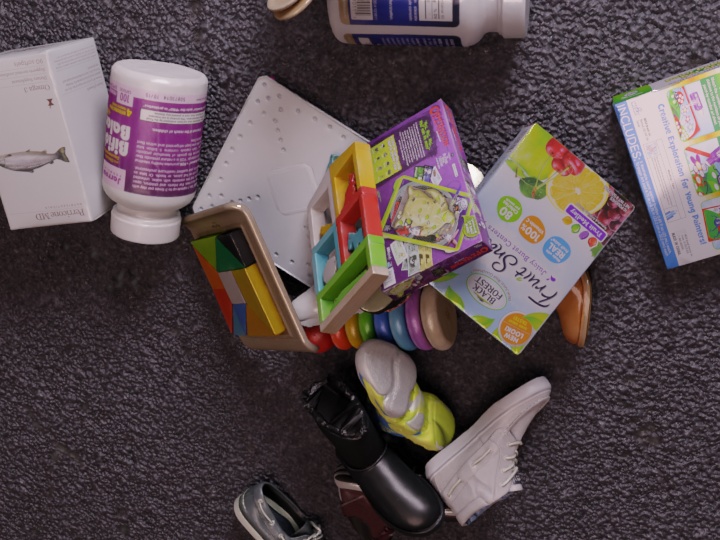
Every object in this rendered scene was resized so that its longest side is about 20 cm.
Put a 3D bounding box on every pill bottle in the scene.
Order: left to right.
[{"bbox_3d":[-0.245,-0.138,1.075,0.112,0.112,0.201,13,110,8],"label":"pill bottle"},{"bbox_3d":[0.073,-0.290,0.940,0.199,0.116,0.116,5,113,12],"label":"pill bottle"}]

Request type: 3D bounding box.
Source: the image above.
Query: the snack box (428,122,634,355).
[{"bbox_3d":[0.172,-0.033,0.970,0.142,0.053,0.200,39,91,-5],"label":"snack box"}]

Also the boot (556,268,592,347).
[{"bbox_3d":[0.184,-0.003,1.054,0.154,0.074,0.201,-8,97,15],"label":"boot"}]

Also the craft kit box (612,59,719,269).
[{"bbox_3d":[0.393,-0.123,0.969,0.197,0.049,0.201,-16,107,22],"label":"craft kit box"}]

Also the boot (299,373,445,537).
[{"bbox_3d":[0.013,0.223,1.116,0.198,0.073,0.163,39,161,38],"label":"boot"}]

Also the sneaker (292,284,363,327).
[{"bbox_3d":[0.000,0.000,1.087,0.199,0.076,0.081,-26,111,2],"label":"sneaker"}]

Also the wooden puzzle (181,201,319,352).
[{"bbox_3d":[-0.143,0.017,1.097,0.185,0.037,0.200,-6,114,60],"label":"wooden puzzle"}]

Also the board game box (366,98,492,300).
[{"bbox_3d":[0.061,-0.078,0.968,0.120,0.201,0.032,-30,140,26],"label":"board game box"}]

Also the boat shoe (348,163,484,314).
[{"bbox_3d":[0.063,-0.036,1.022,0.074,0.063,0.202,40,92,12],"label":"boat shoe"}]

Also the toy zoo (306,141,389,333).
[{"bbox_3d":[-0.019,-0.048,1.006,0.020,0.201,0.131,9,146,-26],"label":"toy zoo"}]

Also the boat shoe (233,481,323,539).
[{"bbox_3d":[-0.087,0.373,1.271,0.200,0.073,0.062,44,119,0],"label":"boat shoe"}]

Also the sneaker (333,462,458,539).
[{"bbox_3d":[0.062,0.321,1.220,0.199,0.076,0.116,10,119,21],"label":"sneaker"}]

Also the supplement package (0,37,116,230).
[{"bbox_3d":[-0.370,-0.165,1.098,0.116,0.117,0.201,-5,110,14],"label":"supplement package"}]

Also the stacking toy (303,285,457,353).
[{"bbox_3d":[0.014,0.068,1.125,0.199,0.085,0.086,-11,109,24],"label":"stacking toy"}]

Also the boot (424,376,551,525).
[{"bbox_3d":[0.176,0.225,1.119,0.200,0.073,0.096,-45,61,19],"label":"boot"}]

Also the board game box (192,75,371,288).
[{"bbox_3d":[-0.076,-0.101,1.102,0.200,0.026,0.200,32,115,0],"label":"board game box"}]

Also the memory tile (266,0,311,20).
[{"bbox_3d":[-0.028,-0.337,0.910,0.153,0.200,0.017,-25,134,22],"label":"memory tile"}]

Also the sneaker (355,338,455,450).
[{"bbox_3d":[0.030,0.157,1.127,0.105,0.076,0.200,-2,136,43],"label":"sneaker"}]
